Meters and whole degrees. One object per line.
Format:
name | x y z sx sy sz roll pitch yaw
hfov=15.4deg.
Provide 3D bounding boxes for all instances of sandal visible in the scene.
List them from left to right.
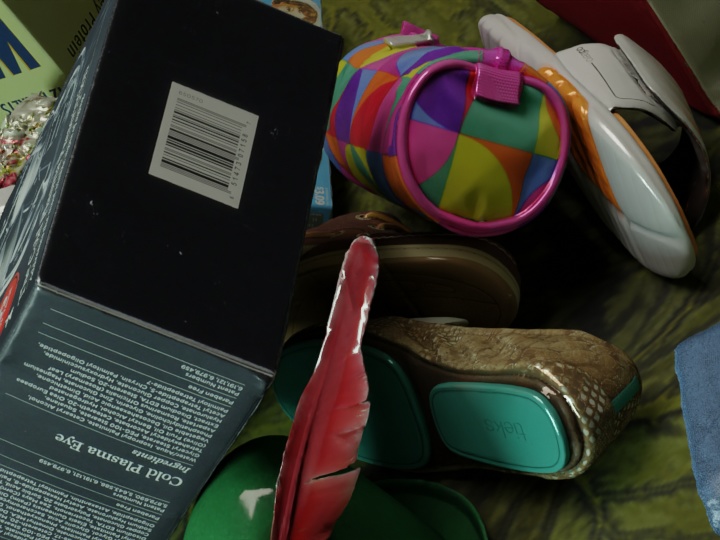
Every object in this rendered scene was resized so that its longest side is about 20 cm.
sandal | 0.112 -0.074 1.189 0.059 0.080 0.207 -27 35 -6

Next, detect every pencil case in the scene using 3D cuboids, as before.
pencil case | 0.034 -0.067 1.213 0.088 0.088 0.200 -42 15 -3

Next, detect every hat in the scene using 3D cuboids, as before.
hat | -0.054 0.093 1.065 0.200 0.176 0.165 -46 32 -9

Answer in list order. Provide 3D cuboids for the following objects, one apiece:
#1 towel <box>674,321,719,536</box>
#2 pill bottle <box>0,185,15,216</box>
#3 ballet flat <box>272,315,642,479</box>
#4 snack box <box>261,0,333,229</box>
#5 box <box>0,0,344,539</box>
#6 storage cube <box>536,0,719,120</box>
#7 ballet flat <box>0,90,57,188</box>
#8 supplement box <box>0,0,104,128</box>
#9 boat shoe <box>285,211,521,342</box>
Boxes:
towel | 0.215 0.031 0.978 0.199 0.049 0.112 -26 34 21
pill bottle | -0.159 0.045 1.304 0.112 0.112 0.200 -33 32 13
ballet flat | 0.044 0.051 1.140 0.065 0.071 0.199 -28 24 -35
snack box | -0.075 -0.081 1.383 0.115 0.037 0.201 4 36 -6
box | -0.099 0.006 1.126 0.182 0.103 0.201 122 164 -44
storage cube | 0.146 -0.207 1.233 0.200 0.171 0.180 -42 32 -3
ballet flat | -0.191 -0.022 1.467 0.063 0.076 0.201 1 52 27
supplement box | -0.215 -0.212 1.600 0.134 0.200 0.201 -10 42 40
boat shoe | 0.000 0.000 1.232 0.199 0.072 0.072 -13 41 47
